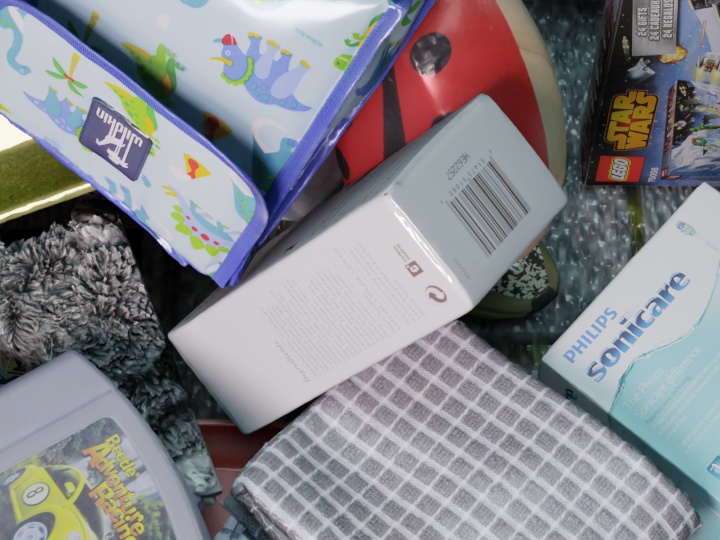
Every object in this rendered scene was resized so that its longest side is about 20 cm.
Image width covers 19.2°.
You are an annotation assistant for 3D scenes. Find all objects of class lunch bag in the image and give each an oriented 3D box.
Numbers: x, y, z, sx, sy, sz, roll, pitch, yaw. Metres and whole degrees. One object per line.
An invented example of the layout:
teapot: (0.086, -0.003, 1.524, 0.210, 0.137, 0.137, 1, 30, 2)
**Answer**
lunch bag: (-0.079, -0.111, 1.009, 0.170, 0.200, 0.127, 38, 31, 2)

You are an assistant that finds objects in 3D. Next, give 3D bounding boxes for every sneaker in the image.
sneaker: (0.037, -0.055, 1.197, 0.077, 0.089, 0.200, -37, 70, -18)

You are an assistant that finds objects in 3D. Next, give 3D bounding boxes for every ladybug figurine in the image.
ladybug figurine: (0.036, -0.076, 1.098, 0.135, 0.201, 0.072, 12, 38, 32)

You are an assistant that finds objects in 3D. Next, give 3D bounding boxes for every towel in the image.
towel: (0.046, 0.124, 1.070, 0.200, 0.086, 0.166, 37, 67, 16)

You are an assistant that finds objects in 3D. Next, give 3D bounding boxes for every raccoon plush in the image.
raccoon plush: (-0.168, 0.048, 1.106, 0.134, 0.097, 0.200, -21, 56, -5)

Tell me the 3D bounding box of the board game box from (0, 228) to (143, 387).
board game box: (-0.222, 0.025, 1.186, 0.199, 0.023, 0.105, 1, 65, -2)

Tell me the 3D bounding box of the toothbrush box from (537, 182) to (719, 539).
toothbrush box: (0.212, 0.074, 1.140, 0.200, 0.085, 0.146, 38, 69, 15)

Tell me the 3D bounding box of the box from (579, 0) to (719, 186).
box: (0.200, -0.118, 1.172, 0.136, 0.200, 0.040, 0, 57, -2)

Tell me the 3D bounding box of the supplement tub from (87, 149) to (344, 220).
supplement tub: (-0.108, -0.097, 1.176, 0.199, 0.123, 0.123, 8, 61, 26)

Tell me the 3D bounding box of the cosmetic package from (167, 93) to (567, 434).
cosmetic package: (0.000, 0.000, 1.058, 0.074, 0.200, 0.102, 52, 47, -7)

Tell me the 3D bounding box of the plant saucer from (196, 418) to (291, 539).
plant saucer: (-0.061, 0.176, 1.107, 0.199, 0.037, 0.200, 2, 63, 0)

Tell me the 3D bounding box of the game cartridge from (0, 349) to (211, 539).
game cartridge: (-0.141, 0.134, 1.007, 0.133, 0.041, 0.200, -27, 55, -9)

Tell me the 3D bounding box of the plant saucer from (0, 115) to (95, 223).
plant saucer: (-0.242, -0.112, 1.098, 0.199, 0.048, 0.201, -19, 106, 4)
